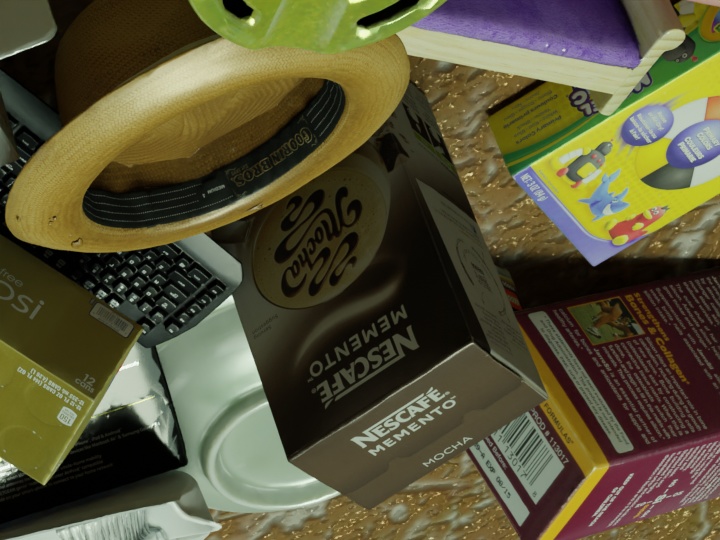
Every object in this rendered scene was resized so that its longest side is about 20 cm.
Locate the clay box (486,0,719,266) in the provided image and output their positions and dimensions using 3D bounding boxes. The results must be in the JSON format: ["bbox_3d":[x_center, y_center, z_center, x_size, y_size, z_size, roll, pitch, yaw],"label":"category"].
[{"bbox_3d":[0.180,-0.090,1.433,0.199,0.048,0.115,-30,144,14],"label":"clay box"}]

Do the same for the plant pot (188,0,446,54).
[{"bbox_3d":[-0.031,-0.195,1.073,0.199,0.185,0.201,-13,143,-10],"label":"plant pot"}]

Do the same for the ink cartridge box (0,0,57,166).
[{"bbox_3d":[-0.223,-0.085,1.178,0.199,0.116,0.068,-23,144,3],"label":"ink cartridge box"}]

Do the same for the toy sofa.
[{"bbox_3d":[0.059,-0.146,1.270,0.199,0.083,0.098,8,137,-34],"label":"toy sofa"}]

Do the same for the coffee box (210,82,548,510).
[{"bbox_3d":[0.000,0.000,1.328,0.113,0.201,0.080,-33,143,16],"label":"coffee box"}]

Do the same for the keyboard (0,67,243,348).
[{"bbox_3d":[-0.159,-0.022,1.285,0.200,0.040,0.104,39,124,-21],"label":"keyboard"}]

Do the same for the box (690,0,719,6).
[{"bbox_3d":[0.211,-0.196,1.257,0.199,0.109,0.128,7,136,-32],"label":"box"}]

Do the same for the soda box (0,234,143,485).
[{"bbox_3d":[-0.208,0.011,1.262,0.199,0.064,0.068,33,129,-1],"label":"soda box"}]

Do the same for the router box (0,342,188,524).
[{"bbox_3d":[-0.202,0.057,1.375,0.199,0.051,0.150,-17,114,-6],"label":"router box"}]

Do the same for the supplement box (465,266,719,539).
[{"bbox_3d":[0.159,0.077,1.550,0.199,0.111,0.086,-11,147,-38],"label":"supplement box"}]

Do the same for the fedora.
[{"bbox_3d":[-0.076,-0.081,1.180,0.199,0.082,0.201,-21,163,-7],"label":"fedora"}]

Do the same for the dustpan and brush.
[{"bbox_3d":[-0.122,0.140,1.441,0.139,0.058,0.200,-15,-175,18],"label":"dustpan and brush"}]

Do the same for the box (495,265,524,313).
[{"bbox_3d":[-0.022,0.051,1.521,0.200,0.040,0.137,-40,140,24],"label":"box"}]

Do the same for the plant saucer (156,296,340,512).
[{"bbox_3d":[-0.038,0.080,1.473,0.199,0.050,0.201,-11,140,-9],"label":"plant saucer"}]
